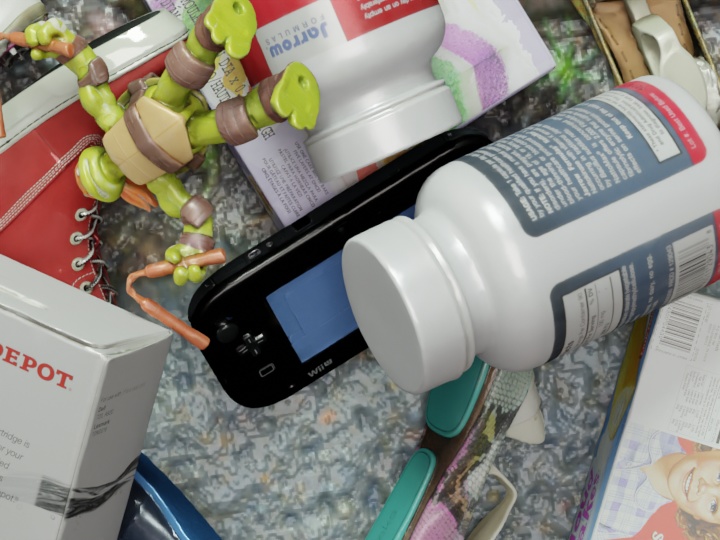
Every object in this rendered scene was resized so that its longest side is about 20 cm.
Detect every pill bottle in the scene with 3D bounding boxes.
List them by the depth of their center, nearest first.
[{"bbox_3d":[-0.023,-0.154,1.559,0.112,0.112,0.201,-24,92,-3],"label":"pill bottle"},{"bbox_3d":[0.096,-0.015,1.563,0.199,0.120,0.120,-24,93,-19],"label":"pill bottle"}]

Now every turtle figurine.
[{"bbox_3d":[-0.095,-0.068,1.533,0.161,0.064,0.201,-30,95,35],"label":"turtle figurine"}]

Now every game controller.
[{"bbox_3d":[0.000,0.000,1.627,0.199,0.042,0.105,-32,128,-3],"label":"game controller"}]

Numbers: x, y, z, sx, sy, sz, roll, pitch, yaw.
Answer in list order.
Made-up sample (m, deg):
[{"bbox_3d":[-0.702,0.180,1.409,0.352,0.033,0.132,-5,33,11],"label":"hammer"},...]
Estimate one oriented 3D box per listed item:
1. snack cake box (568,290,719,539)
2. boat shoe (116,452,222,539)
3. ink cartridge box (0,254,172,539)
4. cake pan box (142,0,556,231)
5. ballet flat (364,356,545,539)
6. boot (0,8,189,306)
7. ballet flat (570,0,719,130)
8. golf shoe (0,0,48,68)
[{"bbox_3d":[0.192,0.117,1.651,0.114,0.067,0.201,17,90,-5],"label":"snack cake box"},{"bbox_3d":[-0.130,0.148,1.634,0.069,0.084,0.200,-43,77,6],"label":"boat shoe"},{"bbox_3d":[-0.200,0.101,1.568,0.145,0.084,0.201,23,107,20],"label":"ink cartridge box"},{"bbox_3d":[-0.016,-0.150,1.640,0.183,0.052,0.201,-31,93,-5],"label":"cake pan box"},{"bbox_3d":[0.062,0.104,1.648,0.071,0.069,0.201,22,92,-22],"label":"ballet flat"},{"bbox_3d":[-0.147,-0.041,1.613,0.200,0.072,0.145,-36,94,16],"label":"boot"},{"bbox_3d":[0.159,-0.144,1.643,0.070,0.071,0.201,-22,92,-3],"label":"ballet flat"},{"bbox_3d":[-0.272,-0.123,1.612,0.199,0.073,0.093,-22,91,-3],"label":"golf shoe"}]
